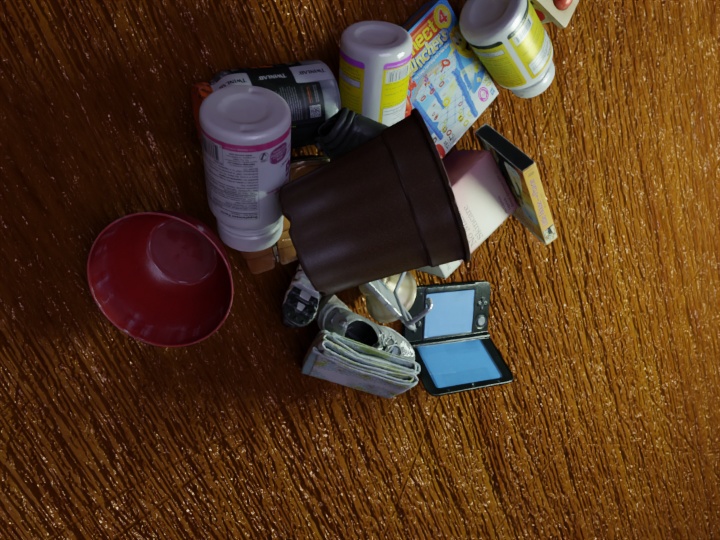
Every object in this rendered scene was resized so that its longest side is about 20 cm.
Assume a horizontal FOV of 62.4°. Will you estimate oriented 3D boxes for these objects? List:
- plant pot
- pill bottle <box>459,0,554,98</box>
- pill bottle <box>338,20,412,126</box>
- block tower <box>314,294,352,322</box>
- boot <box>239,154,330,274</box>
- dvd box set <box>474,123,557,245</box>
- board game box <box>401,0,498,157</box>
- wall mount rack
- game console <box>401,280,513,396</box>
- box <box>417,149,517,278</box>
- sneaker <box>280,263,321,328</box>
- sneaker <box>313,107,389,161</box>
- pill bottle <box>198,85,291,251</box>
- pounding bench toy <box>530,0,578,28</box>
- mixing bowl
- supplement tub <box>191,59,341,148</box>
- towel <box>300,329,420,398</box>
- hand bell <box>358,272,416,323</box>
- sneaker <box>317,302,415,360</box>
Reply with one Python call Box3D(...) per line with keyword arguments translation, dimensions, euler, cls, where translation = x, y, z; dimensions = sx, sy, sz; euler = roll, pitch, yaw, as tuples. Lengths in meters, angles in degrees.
Box3D(translation=(0.013, -0.073, 0.755), dimensions=(0.196, 0.201, 0.202), euler=(-20, 112, 4), cls="plant pot")
Box3D(translation=(0.257, -0.382, 1.006), dimensions=(0.199, 0.112, 0.114), euler=(29, 87, -50), cls="pill bottle")
Box3D(translation=(0.018, -0.255, 0.890), dimensions=(0.103, 0.105, 0.202), euler=(-19, 140, -22), cls="pill bottle")
Box3D(translation=(-0.010, 0.116, 1.052), dimensions=(0.054, 0.058, 0.200), euler=(-49, 119, -9), cls="block tower")
Box3D(translation=(-0.114, -0.093, 0.946), dimensions=(0.198, 0.074, 0.157), euler=(-20, 109, -10), cls="boot")
Box3D(translation=(0.277, -0.151, 1.056), dimensions=(0.029, 0.147, 0.200), euler=(-35, 137, 2), cls="dvd box set")
Box3D(translation=(0.118, -0.315, 1.009), dimensions=(0.200, 0.056, 0.196), euler=(-49, 118, -17), cls="board game box")
Box3D(translation=(0.043, -0.008, 0.926), dimensions=(0.074, 0.174, 0.200), euler=(-37, 118, 12), cls="wall mount rack")
Box3D(translation=(0.188, 0.120, 1.118), dimensions=(0.197, 0.116, 0.179), euler=(-4, 103, -27), cls="game console")
Box3D(translation=(0.159, -0.103, 1.054), dimensions=(0.200, 0.109, 0.128), euler=(-43, 116, -15), cls="box")
Box3D(translation=(-0.083, 0.013, 0.988), dimensions=(0.066, 0.090, 0.202), euler=(30, 61, -10), cls="sneaker")
Box3D(translation=(-0.031, -0.164, 0.881), dimensions=(0.098, 0.200, 0.071), euler=(30, 52, -11), cls="sneaker")
Box3D(translation=(-0.149, -0.128, 0.788), dimensions=(0.112, 0.114, 0.201), euler=(-18, 143, -22), cls="pill bottle")
Box3D(translation=(0.267, -0.511, 0.997), dimensions=(0.199, 0.156, 0.125), euler=(27, 88, -29), cls="pounding bench toy")
Box3D(translation=(-0.267, -0.005, 0.844), dimensions=(0.197, 0.109, 0.203), euler=(1, 115, 2), cls="mixing bowl")
Box3D(translation=(-0.138, -0.235, 0.871), dimensions=(0.198, 0.122, 0.124), euler=(-15, 108, -24), cls="supplement tub")
Box3D(translation=(-0.006, 0.160, 0.962), dimensions=(0.169, 0.200, 0.049), euler=(21, 70, -5), cls="towel")
Box3D(translation=(0.000, 0.000, 0.971), dimensions=(0.105, 0.104, 0.200), euler=(-57, 136, -5), cls="hand bell")
Box3D(translation=(0.019, 0.125, 0.990), dimensions=(0.199, 0.082, 0.075), euler=(28, 88, -30), cls="sneaker")
